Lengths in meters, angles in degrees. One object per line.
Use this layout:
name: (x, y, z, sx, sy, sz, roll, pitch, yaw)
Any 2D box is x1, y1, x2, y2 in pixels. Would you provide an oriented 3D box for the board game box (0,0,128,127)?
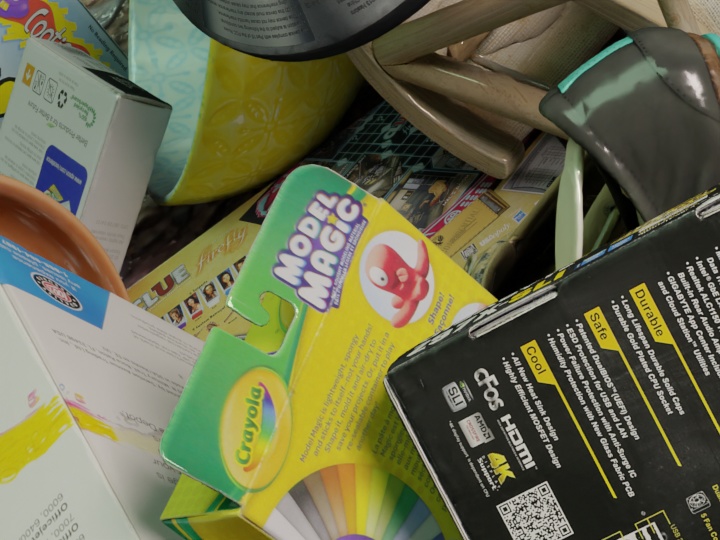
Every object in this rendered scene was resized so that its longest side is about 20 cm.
board game box: (-0.232, -0.079, 1.076, 0.200, 0.103, 0.105, -46, 39, -7)

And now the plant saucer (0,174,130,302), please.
plant saucer: (-0.177, 0.057, 0.827, 0.037, 0.200, 0.201, 16, 64, 49)

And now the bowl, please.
bowl: (-0.036, -0.128, 0.945, 0.107, 0.201, 0.201, 2, 38, -16)

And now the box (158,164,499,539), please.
box: (0.022, 0.068, 0.656, 0.048, 0.200, 0.118, -13, 44, 48)

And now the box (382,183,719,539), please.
box: (0.121, 0.078, 0.588, 0.159, 0.201, 0.049, -29, -1, 12)

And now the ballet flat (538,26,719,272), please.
ballet flat: (0.099, 0.024, 0.650, 0.068, 0.201, 0.068, -17, 12, -4)

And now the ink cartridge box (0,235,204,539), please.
ink cartridge box: (-0.099, 0.114, 0.723, 0.145, 0.147, 0.200, -49, 43, 10)

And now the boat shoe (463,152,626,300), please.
boat shoe: (0.068, -0.001, 0.743, 0.200, 0.062, 0.074, -46, 29, 42)

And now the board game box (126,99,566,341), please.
board game box: (0.000, 0.000, 0.871, 0.200, 0.035, 0.136, -36, 39, 6)

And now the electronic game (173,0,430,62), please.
electronic game: (-0.009, -0.175, 0.765, 0.199, 0.041, 0.201, -14, 69, 39)

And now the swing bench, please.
swing bench: (0.116, -0.138, 0.812, 0.199, 0.130, 0.199, 9, 48, 44)

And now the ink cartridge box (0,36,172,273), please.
ink cartridge box: (-0.149, 0.002, 0.949, 0.095, 0.037, 0.201, 33, 106, 50)
